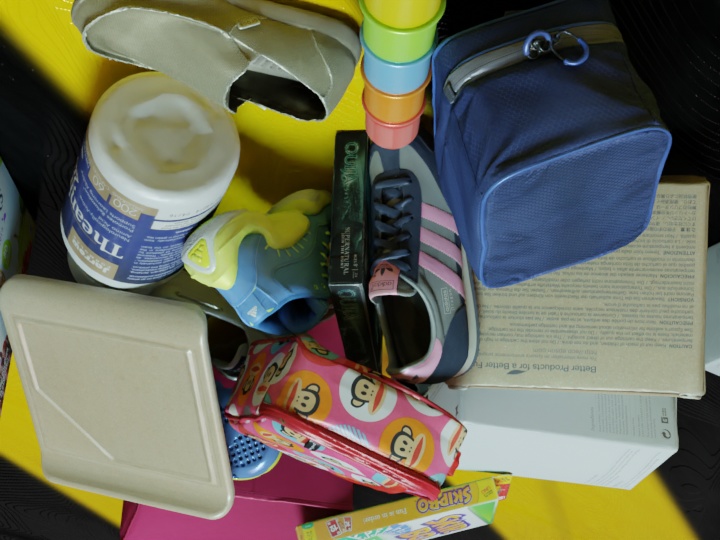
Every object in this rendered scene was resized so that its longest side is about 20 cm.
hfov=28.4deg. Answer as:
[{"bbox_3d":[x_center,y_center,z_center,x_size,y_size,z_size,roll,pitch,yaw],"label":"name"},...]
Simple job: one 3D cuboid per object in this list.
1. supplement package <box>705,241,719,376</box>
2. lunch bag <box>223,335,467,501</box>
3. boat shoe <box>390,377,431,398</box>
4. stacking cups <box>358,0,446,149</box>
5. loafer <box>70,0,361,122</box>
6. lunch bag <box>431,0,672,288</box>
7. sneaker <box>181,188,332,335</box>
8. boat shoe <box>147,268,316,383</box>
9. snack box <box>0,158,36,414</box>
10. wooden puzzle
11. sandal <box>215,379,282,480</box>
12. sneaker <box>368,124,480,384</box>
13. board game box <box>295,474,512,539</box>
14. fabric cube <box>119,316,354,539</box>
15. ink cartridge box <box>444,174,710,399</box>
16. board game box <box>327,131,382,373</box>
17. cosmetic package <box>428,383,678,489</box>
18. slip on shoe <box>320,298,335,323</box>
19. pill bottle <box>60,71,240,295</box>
[{"bbox_3d":[0.395,0.046,1.227,0.199,0.110,0.114,22,146,-30],"label":"supplement package"},{"bbox_3d":[-0.005,0.119,1.104,0.175,0.082,0.200,26,169,-14],"label":"lunch bag"},{"bbox_3d":[0.067,0.085,1.364,0.067,0.072,0.200,2,153,-7],"label":"boat shoe"},{"bbox_3d":[0.024,-0.153,0.965,0.060,0.061,0.200,3,156,-2],"label":"stacking cups"},{"bbox_3d":[-0.096,-0.148,0.958,0.199,0.069,0.076,8,151,-10],"label":"loafer"},{"bbox_3d":[0.119,-0.096,0.967,0.135,0.133,0.200,-17,154,-7],"label":"lunch bag"},{"bbox_3d":[-0.056,0.001,1.109,0.076,0.105,0.200,-42,169,31],"label":"sneaker"},{"bbox_3d":[-0.103,0.067,1.222,0.200,0.070,0.071,39,115,-22],"label":"boat shoe"},{"bbox_3d":[-0.322,0.008,1.125,0.067,0.201,0.169,0,151,4],"label":"snack box"},{"bbox_3d":[-0.193,0.100,1.157,0.184,0.037,0.201,9,123,19],"label":"wooden puzzle"},{"bbox_3d":[-0.155,0.110,1.203,0.199,0.080,0.087,28,168,12],"label":"sandal"},{"bbox_3d":[0.036,-0.014,1.055,0.070,0.201,0.082,-15,178,37],"label":"sneaker"},{"bbox_3d":[0.042,0.229,1.300,0.199,0.030,0.096,-16,158,-5],"label":"board game box"},{"bbox_3d":[-0.118,0.155,1.377,0.199,0.200,0.196,10,152,-13],"label":"fabric cube"},{"bbox_3d":[0.167,0.008,1.105,0.199,0.166,0.075,2,-172,10],"label":"ink cartridge box"},{"bbox_3d":[0.000,0.000,1.151,0.028,0.136,0.200,-1,152,5],"label":"board game box"},{"bbox_3d":[0.166,0.131,1.259,0.199,0.082,0.113,10,151,-12],"label":"cosmetic package"},{"bbox_3d":[-0.115,0.019,1.279,0.199,0.077,0.061,-6,-169,0],"label":"slip on shoe"},{"bbox_3d":[-0.169,-0.054,1.091,0.110,0.112,0.200,11,150,-16],"label":"pill bottle"}]
